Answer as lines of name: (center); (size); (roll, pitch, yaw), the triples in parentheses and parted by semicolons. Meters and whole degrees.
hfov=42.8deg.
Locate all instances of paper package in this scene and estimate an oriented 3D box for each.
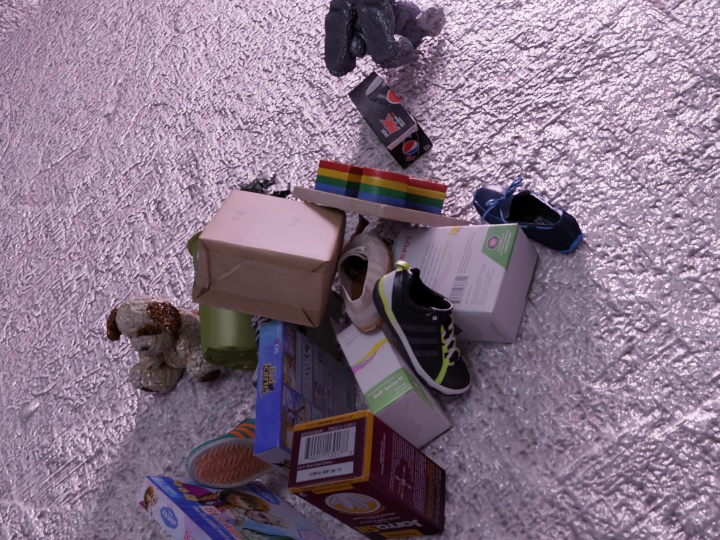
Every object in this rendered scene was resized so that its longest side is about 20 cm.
paper package: (-0.126, -0.023, 1.307); (0.189, 0.104, 0.200); (10, 26, 1)

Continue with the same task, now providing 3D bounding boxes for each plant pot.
plant pot: (-0.186, 0.054, 1.478); (0.199, 0.200, 0.191); (-13, 65, 30)

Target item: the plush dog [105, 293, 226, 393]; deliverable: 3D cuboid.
plush dog: (-0.330, 0.100, 1.542); (0.199, 0.172, 0.161); (-13, 51, 31)

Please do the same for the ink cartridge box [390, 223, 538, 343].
ink cartridge box: (0.134, 0.017, 1.306); (0.199, 0.088, 0.146); (0, 58, 36)

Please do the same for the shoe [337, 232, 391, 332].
shoe: (0.004, 0.002, 1.292); (0.070, 0.053, 0.201); (-29, 33, 18)

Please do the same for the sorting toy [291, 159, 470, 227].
sorting toy: (0.037, -0.117, 1.395); (0.198, 0.199, 0.070); (16, 97, 44)

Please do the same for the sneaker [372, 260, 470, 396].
sneaker: (0.094, 0.079, 1.213); (0.083, 0.200, 0.072); (-30, 12, 38)

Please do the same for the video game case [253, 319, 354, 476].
video game case: (-0.073, 0.193, 1.263); (0.045, 0.181, 0.201); (-22, 47, 24)

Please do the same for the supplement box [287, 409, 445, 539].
supplement box: (0.012, 0.258, 1.133); (0.110, 0.200, 0.086); (-16, 51, 28)

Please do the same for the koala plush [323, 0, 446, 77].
koala plush: (0.052, -0.448, 1.664); (0.177, 0.199, 0.185); (2, 98, 40)

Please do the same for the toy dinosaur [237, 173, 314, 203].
toy dinosaur: (-0.148, -0.089, 1.628); (0.199, 0.102, 0.136); (-21, 61, 0)

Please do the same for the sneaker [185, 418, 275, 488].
sneaker: (-0.168, 0.256, 1.309); (0.080, 0.199, 0.072); (10, 103, 50)

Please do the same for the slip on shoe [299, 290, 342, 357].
slip on shoe: (-0.079, 0.125, 1.415); (0.061, 0.074, 0.201); (-31, 39, 61)

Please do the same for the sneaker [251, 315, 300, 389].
sneaker: (-0.134, 0.082, 1.379); (0.077, 0.085, 0.201); (-28, 38, 54)

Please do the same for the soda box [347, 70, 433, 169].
soda box: (0.049, -0.266, 1.606); (0.071, 0.063, 0.200); (-39, 43, 8)

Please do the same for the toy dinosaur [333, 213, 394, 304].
toy dinosaur: (0.000, 0.000, 1.432); (0.136, 0.086, 0.200); (-51, 37, 5)

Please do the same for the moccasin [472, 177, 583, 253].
moccasin: (0.236, -0.093, 1.323); (0.200, 0.068, 0.081); (24, 75, 46)

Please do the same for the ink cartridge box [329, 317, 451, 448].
ink cartridge box: (0.037, 0.136, 1.267); (0.067, 0.117, 0.200); (-36, 43, 7)

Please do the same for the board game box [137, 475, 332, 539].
board game box: (-0.159, 0.335, 1.211); (0.199, 0.199, 0.041); (24, 96, 45)
